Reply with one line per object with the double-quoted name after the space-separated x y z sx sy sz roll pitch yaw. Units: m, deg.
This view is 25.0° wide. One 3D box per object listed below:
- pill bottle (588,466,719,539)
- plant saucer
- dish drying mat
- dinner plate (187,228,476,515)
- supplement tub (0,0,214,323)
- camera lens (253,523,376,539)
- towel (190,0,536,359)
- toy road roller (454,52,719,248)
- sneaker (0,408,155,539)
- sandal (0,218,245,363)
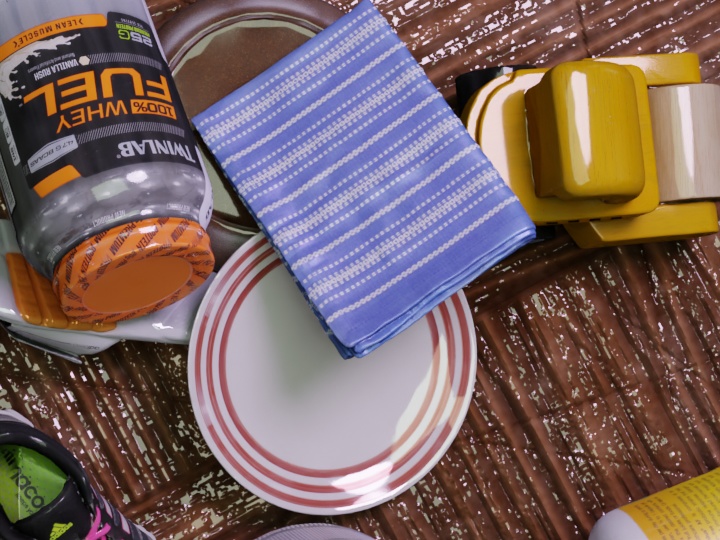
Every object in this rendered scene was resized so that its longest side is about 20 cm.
0.220 0.196 1.064 0.200 0.113 0.113 -21 89 -10 "pill bottle"
-0.063 -0.095 1.078 0.200 0.032 0.201 1 82 -4 "plant saucer"
0.000 0.000 1.094 0.077 0.018 0.200 38 81 -3 "dish drying mat"
-0.018 0.059 1.063 0.200 0.024 0.201 -2 96 -20 "dinner plate"
-0.164 -0.077 0.996 0.122 0.123 0.200 -18 69 -10 "supplement tub"
-0.022 0.237 0.979 0.160 0.200 0.160 1 85 -9 "camera lens"
-0.001 -0.059 1.015 0.145 0.024 0.200 -35 71 0 "towel"
0.161 -0.081 1.055 0.200 0.146 0.123 -5 86 -14 "toy road roller"
-0.183 0.165 1.018 0.074 0.087 0.200 -42 93 -10 "sneaker"
-0.173 0.027 1.043 0.206 0.059 0.079 14 45 -24 "sandal"
